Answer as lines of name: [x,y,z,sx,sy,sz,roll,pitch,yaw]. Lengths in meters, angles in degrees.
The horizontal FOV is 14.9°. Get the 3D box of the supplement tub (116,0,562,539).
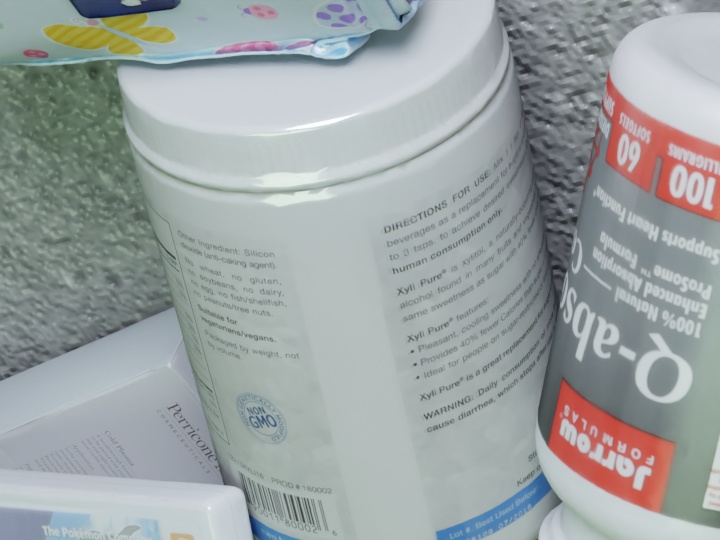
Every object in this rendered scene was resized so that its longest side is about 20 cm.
supplement tub: [0.000,0.000,0.944,0.132,0.132,0.200,2,127,19]

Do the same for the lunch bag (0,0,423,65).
lunch bag: [-0.074,-0.157,0.836,0.169,0.127,0.200,1,115,20]

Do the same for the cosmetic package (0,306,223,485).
cosmetic package: [-0.067,0.118,1.113,0.151,0.052,0.200,-21,117,34]

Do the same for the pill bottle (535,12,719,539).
pill bottle: [0.120,0.027,0.899,0.116,0.116,0.200,14,112,9]

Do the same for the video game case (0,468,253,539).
video game case: [-0.104,0.163,1.023,0.200,0.023,0.183,0,106,41]
